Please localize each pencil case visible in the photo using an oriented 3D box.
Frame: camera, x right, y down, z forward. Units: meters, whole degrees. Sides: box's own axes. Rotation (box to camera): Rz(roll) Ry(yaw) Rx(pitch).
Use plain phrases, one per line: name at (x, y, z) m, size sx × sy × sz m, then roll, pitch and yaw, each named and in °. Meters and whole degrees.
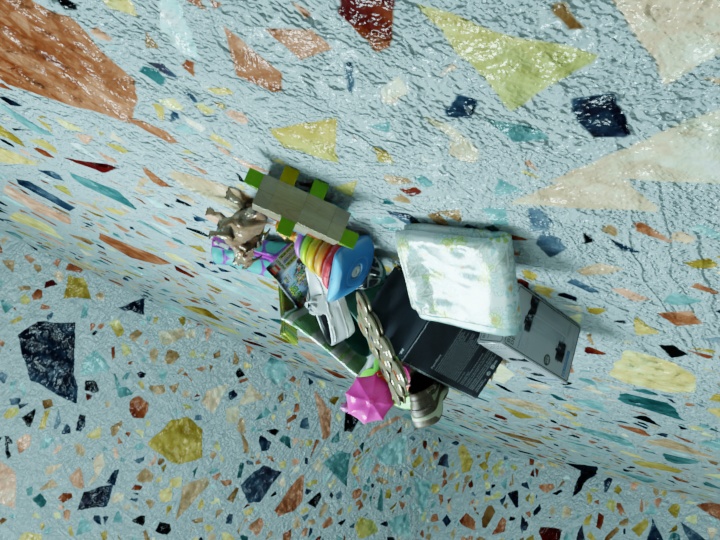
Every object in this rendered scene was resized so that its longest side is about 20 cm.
pencil case at (-0.229, -0.034, 1.474) m, size 0.197 × 0.086 × 0.092 m, roll 13°, pitch 177°, yaw 24°

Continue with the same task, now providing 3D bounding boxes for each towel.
towel at (-0.074, 0.149, 1.474) m, size 0.199 × 0.023 × 0.152 m, roll 39°, pitch -172°, yaw 5°
towel at (0.154, 0.013, 1.082) m, size 0.198 × 0.048 × 0.173 m, roll 8°, pitch 129°, yaw 35°
towel at (-0.165, 0.060, 1.517) m, size 0.018 × 0.203 × 0.086 m, roll -11°, pitch 156°, yaw 9°

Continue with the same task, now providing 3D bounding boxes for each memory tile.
memory tile at (0.037, 0.145, 1.278) m, size 0.017 × 0.202 × 0.154 m, roll -23°, pitch 154°, yaw -11°

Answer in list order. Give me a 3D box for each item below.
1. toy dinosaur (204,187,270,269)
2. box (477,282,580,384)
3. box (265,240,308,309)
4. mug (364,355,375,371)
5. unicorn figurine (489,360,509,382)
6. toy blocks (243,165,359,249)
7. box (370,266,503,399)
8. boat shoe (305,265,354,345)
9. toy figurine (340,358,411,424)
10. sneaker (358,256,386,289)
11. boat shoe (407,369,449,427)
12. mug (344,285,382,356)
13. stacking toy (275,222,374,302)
toy dinosaur at (-0.216, -0.085, 1.314) m, size 0.134 × 0.087 × 0.199 m, roll 17°, pitch 151°, yaw -29°
box at (0.307, 0.116, 1.238) m, size 0.199 × 0.118 × 0.060 m, roll 32°, pitch 160°, yaw -32°
box at (-0.120, 0.003, 1.409) m, size 0.035 × 0.110 × 0.200 m, roll 42°, pitch 172°, yaw 20°
mug at (0.128, 0.187, 1.575) m, size 0.197 × 0.178 × 0.148 m, roll 20°, pitch 167°, yaw -1°
unicorn figurine at (0.227, 0.196, 1.527) m, size 0.198 × 0.139 × 0.074 m, roll -22°, pitch -176°, yaw -26°
toy blocks at (-0.101, -0.096, 1.134) m, size 0.198 × 0.101 × 0.137 m, roll 24°, pitch 175°, yaw -8°
box at (0.140, 0.118, 1.313) m, size 0.195 × 0.125 × 0.200 m, roll 28°, pitch -170°, yaw -29°
boat shoe at (-0.075, 0.065, 1.369) m, size 0.072 × 0.068 × 0.202 m, roll 30°, pitch 148°, yaw 45°
toy figurine at (0.025, 0.246, 1.400) m, size 0.199 × 0.152 × 0.183 m, roll -26°, pitch 175°, yaw 36°
sneaker at (0.000, 0.000, 1.357) m, size 0.079 × 0.079 × 0.199 m, roll 12°, pitch 177°, yaw -28°
boat shoe at (0.124, 0.213, 1.287) m, size 0.074 × 0.076 × 0.202 m, roll -21°, pitch -169°, yaw 10°
mug at (0.005, 0.076, 1.469) m, size 0.186 × 0.114 × 0.152 m, roll 53°, pitch 158°, yaw 7°
stacking toy at (-0.082, -0.043, 1.262) m, size 0.199 × 0.109 × 0.117 m, roll 30°, pitch 127°, yaw 26°
